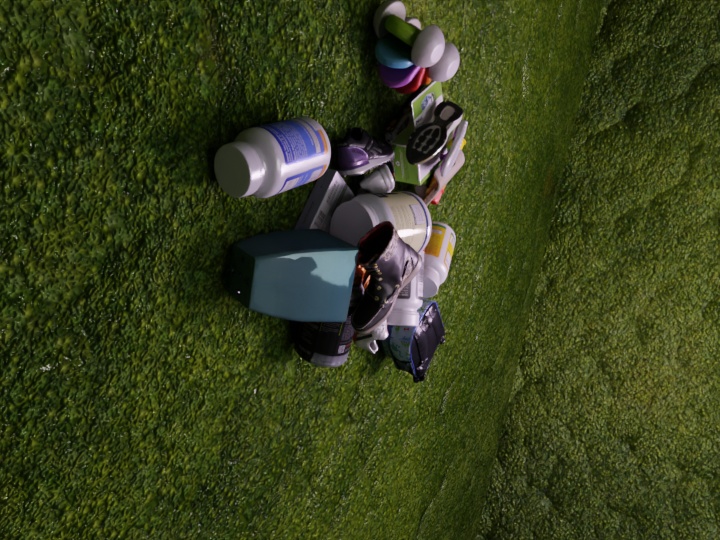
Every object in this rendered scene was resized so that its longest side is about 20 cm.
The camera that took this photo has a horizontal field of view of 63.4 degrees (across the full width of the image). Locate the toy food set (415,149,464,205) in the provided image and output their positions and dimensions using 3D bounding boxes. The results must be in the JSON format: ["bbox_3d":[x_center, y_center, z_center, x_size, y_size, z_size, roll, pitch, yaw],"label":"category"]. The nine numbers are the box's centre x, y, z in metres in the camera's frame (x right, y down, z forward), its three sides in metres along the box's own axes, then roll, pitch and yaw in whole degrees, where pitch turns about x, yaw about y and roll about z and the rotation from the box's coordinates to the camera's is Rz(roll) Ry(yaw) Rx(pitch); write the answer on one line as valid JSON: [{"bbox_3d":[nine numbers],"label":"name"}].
[{"bbox_3d":[0.175,-0.216,1.495,0.144,0.060,0.200,-46,177,-40],"label":"toy food set"}]

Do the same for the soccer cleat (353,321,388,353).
[{"bbox_3d":[0.040,0.120,1.413,0.069,0.084,0.203,-44,164,-52],"label":"soccer cleat"}]

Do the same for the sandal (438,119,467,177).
[{"bbox_3d":[0.209,-0.290,1.382,0.204,0.049,0.084,-61,167,-45],"label":"sandal"}]

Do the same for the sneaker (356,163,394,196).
[{"bbox_3d":[0.030,-0.168,1.352,0.087,0.076,0.201,-26,155,-7],"label":"sneaker"}]

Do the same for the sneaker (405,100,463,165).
[{"bbox_3d":[0.166,-0.286,1.299,0.201,0.076,0.090,-49,158,-28],"label":"sneaker"}]

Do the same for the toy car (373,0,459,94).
[{"bbox_3d":[0.100,-0.458,1.243,0.151,0.175,0.198,-53,155,16],"label":"toy car"}]

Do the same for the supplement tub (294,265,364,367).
[{"bbox_3d":[-0.062,0.086,1.222,0.122,0.121,0.205,-11,122,-58],"label":"supplement tub"}]

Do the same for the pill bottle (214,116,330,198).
[{"bbox_3d":[-0.146,-0.187,0.976,0.199,0.110,0.115,-31,130,-50],"label":"pill bottle"}]

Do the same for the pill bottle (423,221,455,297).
[{"bbox_3d":[0.192,-0.029,1.603,0.114,0.110,0.203,74,28,-44],"label":"pill bottle"}]

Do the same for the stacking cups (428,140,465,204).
[{"bbox_3d":[0.237,-0.286,1.665,0.060,0.059,0.204,34,78,-59],"label":"stacking cups"}]

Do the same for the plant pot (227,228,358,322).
[{"bbox_3d":[-0.130,0.007,1.054,0.196,0.140,0.145,0,107,-40],"label":"plant pot"}]

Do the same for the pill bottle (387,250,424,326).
[{"bbox_3d":[0.103,0.036,1.475,0.113,0.111,0.206,14,77,-61],"label":"pill bottle"}]

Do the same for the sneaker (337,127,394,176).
[{"bbox_3d":[0.015,-0.270,1.262,0.200,0.074,0.090,-39,123,-55],"label":"sneaker"}]

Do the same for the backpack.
[{"bbox_3d":[0.137,0.169,1.607,0.185,0.144,0.202,-56,150,-27],"label":"backpack"}]

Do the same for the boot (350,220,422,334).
[{"bbox_3d":[0.029,0.013,1.115,0.201,0.073,0.151,-49,144,-5],"label":"boot"}]

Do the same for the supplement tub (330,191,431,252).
[{"bbox_3d":[0.044,-0.089,1.230,0.197,0.143,0.149,-12,114,-49],"label":"supplement tub"}]

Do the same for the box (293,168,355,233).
[{"bbox_3d":[-0.056,-0.097,1.249,0.159,0.040,0.200,-66,149,-14],"label":"box"}]

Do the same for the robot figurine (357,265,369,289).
[{"bbox_3d":[0.000,0.000,1.376,0.203,0.057,0.146,-61,149,-21],"label":"robot figurine"}]

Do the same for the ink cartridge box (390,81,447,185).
[{"bbox_3d":[0.135,-0.328,1.360,0.148,0.074,0.204,-46,139,-38],"label":"ink cartridge box"}]

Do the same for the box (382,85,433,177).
[{"bbox_3d":[0.128,-0.345,1.454,0.201,0.039,0.139,-55,144,-32],"label":"box"}]
